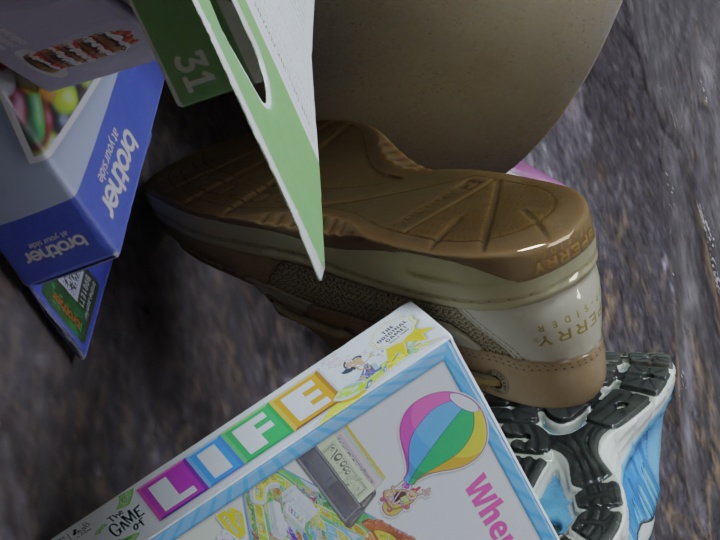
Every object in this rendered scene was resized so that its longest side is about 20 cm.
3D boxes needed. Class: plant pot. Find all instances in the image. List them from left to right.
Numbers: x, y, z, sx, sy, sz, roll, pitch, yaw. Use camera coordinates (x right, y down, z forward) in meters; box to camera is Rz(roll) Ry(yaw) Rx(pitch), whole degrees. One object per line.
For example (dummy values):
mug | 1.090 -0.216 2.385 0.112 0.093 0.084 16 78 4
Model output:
plant pot | -0.007 -0.139 1.042 0.134 0.200 0.201 14 54 -27

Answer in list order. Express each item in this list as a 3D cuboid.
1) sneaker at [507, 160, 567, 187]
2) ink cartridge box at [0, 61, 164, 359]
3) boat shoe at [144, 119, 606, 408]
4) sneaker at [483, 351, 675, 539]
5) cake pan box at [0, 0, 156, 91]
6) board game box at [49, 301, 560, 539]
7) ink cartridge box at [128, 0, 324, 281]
sneaker | 0.038 0.000 1.166 0.089 0.080 0.200 -62 174 -1
ink cartridge box | -0.111 -0.084 0.907 0.200 0.042 0.120 60 25 -32
boat shoe | 0.000 0.000 0.949 0.071 0.200 0.065 -28 117 -28
sneaker | 0.085 0.100 1.224 0.200 0.078 0.090 -63 150 -57
cake pan box | -0.118 -0.160 0.801 0.200 0.052 0.185 30 44 -70
board game box | 0.009 0.128 0.904 0.201 0.134 0.034 62 -9 -26
ink cartridge box | -0.053 -0.104 0.782 0.201 0.048 0.146 -89 159 -52
